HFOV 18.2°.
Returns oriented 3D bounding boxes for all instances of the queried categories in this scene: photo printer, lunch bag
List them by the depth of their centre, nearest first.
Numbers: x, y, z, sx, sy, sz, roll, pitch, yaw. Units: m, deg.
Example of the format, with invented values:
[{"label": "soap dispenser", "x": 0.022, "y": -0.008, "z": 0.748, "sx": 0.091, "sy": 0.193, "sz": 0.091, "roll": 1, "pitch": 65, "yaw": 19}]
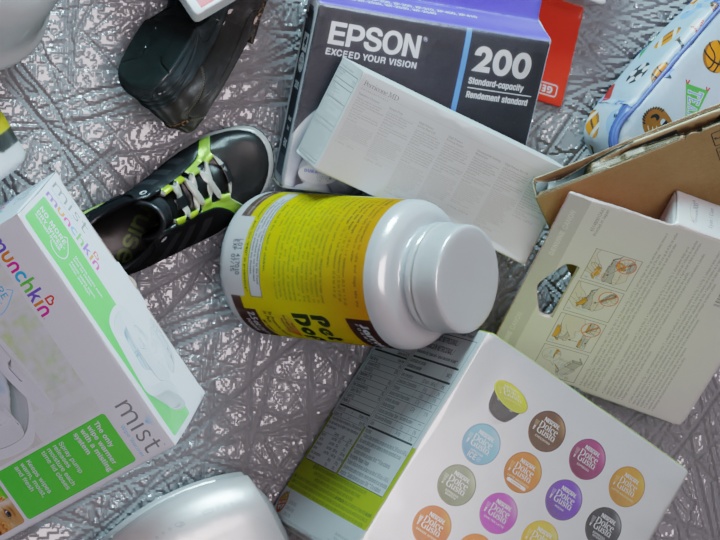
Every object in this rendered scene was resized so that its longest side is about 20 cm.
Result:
[{"label": "photo printer", "x": -0.114, "y": 0.265, "z": 1.712, "sx": 0.166, "sy": 0.069, "sz": 0.201, "roll": -28, "pitch": 101, "yaw": -14}, {"label": "lunch bag", "x": 0.290, "y": -0.124, "z": 1.819, "sx": 0.200, "sy": 0.075, "sz": 0.160, "roll": -46, "pitch": 107, "yaw": -9}]

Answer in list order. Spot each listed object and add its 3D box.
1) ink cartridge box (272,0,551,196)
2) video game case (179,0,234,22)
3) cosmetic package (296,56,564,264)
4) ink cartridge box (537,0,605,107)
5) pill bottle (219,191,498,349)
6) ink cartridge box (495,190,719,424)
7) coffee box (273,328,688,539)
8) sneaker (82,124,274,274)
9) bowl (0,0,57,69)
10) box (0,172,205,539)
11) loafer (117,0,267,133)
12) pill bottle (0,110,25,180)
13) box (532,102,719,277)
[{"label": "ink cartridge box", "x": 0.045, "y": -0.151, "z": 1.727, "sx": 0.196, "sy": 0.043, "sz": 0.202, "roll": 6, "pitch": 104, "yaw": -21}, {"label": "video game case", "x": -0.117, "y": -0.300, "z": 1.668, "sx": 0.142, "sy": 0.017, "sz": 0.201, "roll": -32, "pitch": 80, "yaw": -14}, {"label": "cosmetic package", "x": 0.057, "y": -0.082, "z": 1.701, "sx": 0.199, "sy": 0.051, "sz": 0.083, "roll": 24, "pitch": 100, "yaw": -27}, {"label": "ink cartridge box", "x": 0.099, "y": -0.238, "z": 1.767, "sx": 0.198, "sy": 0.044, "sz": 0.175, "roll": 14, "pitch": 87, "yaw": -18}, {"label": "pill bottle", "x": 0.000, "y": 0.000, "z": 1.657, "sx": 0.109, "sy": 0.199, "sz": 0.110, "roll": -7, "pitch": 99, "yaw": -50}, {"label": "ink cartridge box", "x": 0.210, "y": 0.020, "z": 1.749, "sx": 0.175, "sy": 0.201, "sz": 0.045, "roll": 19, "pitch": 43, "yaw": -7}, {"label": "coffee box", "x": 0.086, "y": 0.169, "z": 1.702, "sx": 0.199, "sy": 0.200, "sz": 0.199, "roll": 35, "pitch": 82, "yaw": -17}, {"label": "sneaker", "x": -0.143, "y": -0.040, "z": 1.678, "sx": 0.199, "sy": 0.083, "sz": 0.072, "roll": -33, "pitch": 103, "yaw": -13}, {"label": "bowl", "x": -0.273, "y": -0.248, "z": 1.566, "sx": 0.200, "sy": 0.090, "sz": 0.202, "roll": 29, "pitch": 45, "yaw": -34}, {"label": "box", "x": -0.241, "y": 0.064, "z": 1.610, "sx": 0.176, "sy": 0.097, "sz": 0.201, "roll": -28, "pitch": 103, "yaw": 20}, {"label": "loafer", "x": -0.106, "y": -0.197, "z": 1.698, "sx": 0.201, "sy": 0.072, "sz": 0.072, "roll": -55, "pitch": 140, "yaw": -14}, {"label": "pill bottle", "x": -0.334, "y": -0.137, "z": 1.595, "sx": 0.114, "sy": 0.114, "sz": 0.201, "roll": -32, "pitch": 102, "yaw": -13}, {"label": "box", "x": 0.233, "y": -0.035, "z": 1.745, "sx": 0.162, "sy": 0.021, "sz": 0.200, "roll": -22, "pitch": 141, "yaw": 8}]
